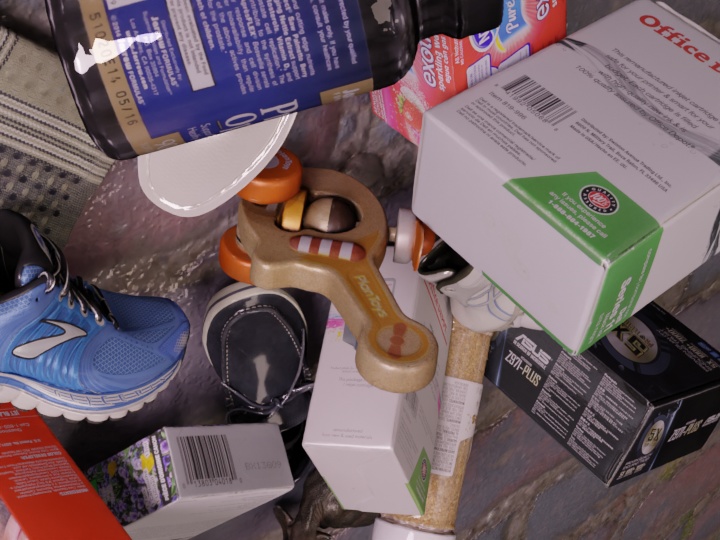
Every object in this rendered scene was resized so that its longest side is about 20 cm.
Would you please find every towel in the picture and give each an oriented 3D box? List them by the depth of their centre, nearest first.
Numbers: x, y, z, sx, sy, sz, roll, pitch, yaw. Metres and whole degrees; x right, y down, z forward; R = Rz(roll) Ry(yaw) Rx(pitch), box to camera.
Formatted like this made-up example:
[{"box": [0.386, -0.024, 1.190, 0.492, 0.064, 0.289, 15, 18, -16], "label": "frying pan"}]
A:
[{"box": [-0.222, -0.039, 0.569, 0.199, 0.034, 0.194, 24, 100, -53], "label": "towel"}]

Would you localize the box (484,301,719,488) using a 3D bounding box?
[{"box": [0.202, 0.074, 1.008, 0.163, 0.200, 0.087, -7, 129, -45], "label": "box"}]

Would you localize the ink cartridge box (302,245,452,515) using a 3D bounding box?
[{"box": [0.020, 0.062, 0.856, 0.118, 0.066, 0.202, 67, 29, -53], "label": "ink cartridge box"}]

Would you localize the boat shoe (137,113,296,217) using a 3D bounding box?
[{"box": [-0.060, -0.123, 0.641, 0.073, 0.060, 0.202, 25, 106, -11], "label": "boat shoe"}]

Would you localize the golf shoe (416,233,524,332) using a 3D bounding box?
[{"box": [0.078, -0.009, 0.823, 0.096, 0.079, 0.201, -12, 156, -16], "label": "golf shoe"}]

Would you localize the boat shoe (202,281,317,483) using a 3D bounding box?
[{"box": [-0.064, 0.083, 0.822, 0.074, 0.063, 0.201, -17, 138, -12], "label": "boat shoe"}]

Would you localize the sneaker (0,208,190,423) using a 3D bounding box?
[{"box": [-0.162, 0.022, 0.591, 0.199, 0.078, 0.090, 4, 119, -50], "label": "sneaker"}]

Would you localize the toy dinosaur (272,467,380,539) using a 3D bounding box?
[{"box": [-0.007, 0.192, 1.013, 0.199, 0.077, 0.103, -11, 142, -50], "label": "toy dinosaur"}]

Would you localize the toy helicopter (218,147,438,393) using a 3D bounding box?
[{"box": [0.000, 0.000, 0.703, 0.131, 0.201, 0.080, -7, 130, -24], "label": "toy helicopter"}]

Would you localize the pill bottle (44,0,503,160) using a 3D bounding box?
[{"box": [-0.039, -0.130, 0.547, 0.197, 0.113, 0.112, -15, 141, 0], "label": "pill bottle"}]

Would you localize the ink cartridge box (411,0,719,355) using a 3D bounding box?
[{"box": [0.151, -0.065, 0.693, 0.199, 0.147, 0.084, -30, 147, -27], "label": "ink cartridge box"}]

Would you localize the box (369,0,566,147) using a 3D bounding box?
[{"box": [0.058, -0.170, 0.701, 0.099, 0.095, 0.201, -38, 145, -19], "label": "box"}]

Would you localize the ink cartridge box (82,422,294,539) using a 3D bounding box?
[{"box": [-0.153, 0.161, 0.794, 0.199, 0.051, 0.108, -30, 158, 32], "label": "ink cartridge box"}]

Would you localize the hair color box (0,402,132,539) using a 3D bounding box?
[{"box": [-0.185, 0.176, 0.657, 0.064, 0.200, 0.112, -1, 124, -48], "label": "hair color box"}]

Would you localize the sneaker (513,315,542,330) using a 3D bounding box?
[{"box": [0.152, -0.045, 0.907, 0.075, 0.086, 0.203, -65, 163, -66], "label": "sneaker"}]

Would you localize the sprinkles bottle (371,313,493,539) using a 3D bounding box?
[{"box": [0.059, 0.135, 0.952, 0.068, 0.068, 0.203, 17, 83, -54], "label": "sprinkles bottle"}]
